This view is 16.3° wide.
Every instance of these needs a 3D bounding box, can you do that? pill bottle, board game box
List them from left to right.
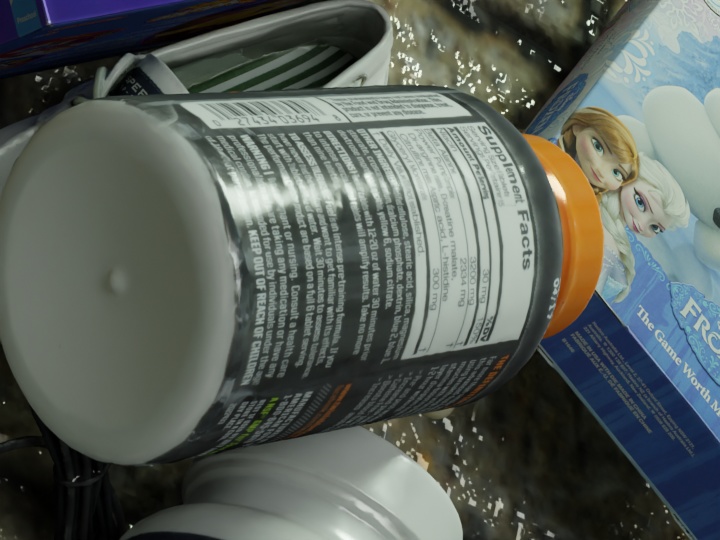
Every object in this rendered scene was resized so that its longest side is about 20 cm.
[{"bbox_3d":[-0.061,-0.102,0.824,0.199,0.134,0.045,-16,93,-40],"label":"board game box"},{"bbox_3d":[-0.046,0.147,0.784,0.116,0.115,0.201,46,51,-24],"label":"pill bottle"},{"bbox_3d":[-0.009,-0.003,0.779,0.199,0.106,0.107,-6,87,-48],"label":"pill bottle"},{"bbox_3d":[0.145,0.001,0.961,0.200,0.043,0.199,50,41,-10],"label":"board game box"}]

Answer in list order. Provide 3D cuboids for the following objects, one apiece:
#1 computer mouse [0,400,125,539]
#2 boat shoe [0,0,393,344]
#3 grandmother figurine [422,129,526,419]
[{"bbox_3d":[-0.151,0.079,0.760,0.199,0.044,0.110,-18,132,-35],"label":"computer mouse"},{"bbox_3d":[-0.074,-0.044,0.827,0.199,0.067,0.074,-29,64,-33],"label":"boat shoe"},{"bbox_3d":[0.000,0.000,0.912,0.199,0.061,0.122,-12,63,-37],"label":"grandmother figurine"}]
